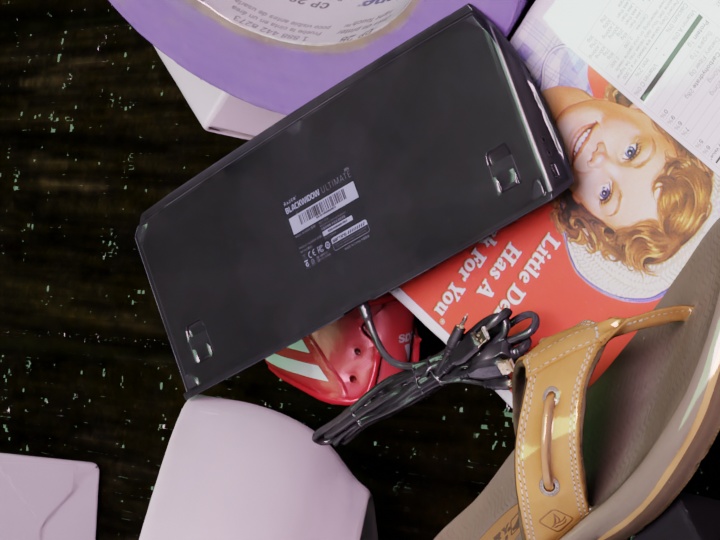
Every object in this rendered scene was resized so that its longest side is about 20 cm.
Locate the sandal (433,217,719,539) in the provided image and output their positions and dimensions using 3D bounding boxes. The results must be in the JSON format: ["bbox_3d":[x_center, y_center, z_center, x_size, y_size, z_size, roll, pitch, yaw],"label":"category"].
[{"bbox_3d":[0.066,0.056,0.802,0.200,0.054,0.080,-50,19,33],"label":"sandal"}]

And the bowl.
[{"bbox_3d":[-0.033,0.168,0.911,0.200,0.074,0.201,-76,-16,-61],"label":"bowl"}]

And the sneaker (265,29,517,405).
[{"bbox_3d":[0.025,-0.014,0.981,0.200,0.078,0.116,-29,77,45],"label":"sneaker"}]

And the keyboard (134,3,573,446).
[{"bbox_3d":[0.000,0.000,0.875,0.200,0.021,0.128,-29,75,41],"label":"keyboard"}]

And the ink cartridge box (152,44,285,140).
[{"bbox_3d":[-0.041,-0.170,1.061,0.147,0.086,0.200,-56,45,27],"label":"ink cartridge box"}]

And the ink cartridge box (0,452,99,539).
[{"bbox_3d":[-0.216,0.152,1.216,0.200,0.068,0.116,-7,77,49],"label":"ink cartridge box"}]

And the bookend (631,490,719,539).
[{"bbox_3d":[0.113,0.214,0.775,0.199,0.092,0.200,-54,38,28],"label":"bookend"}]

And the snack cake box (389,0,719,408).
[{"bbox_3d":[0.103,-0.044,0.852,0.115,0.067,0.200,43,118,18],"label":"snack cake box"}]

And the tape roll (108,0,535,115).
[{"bbox_3d":[-0.015,-0.158,0.868,0.200,0.200,0.085,-23,22,45],"label":"tape roll"}]
